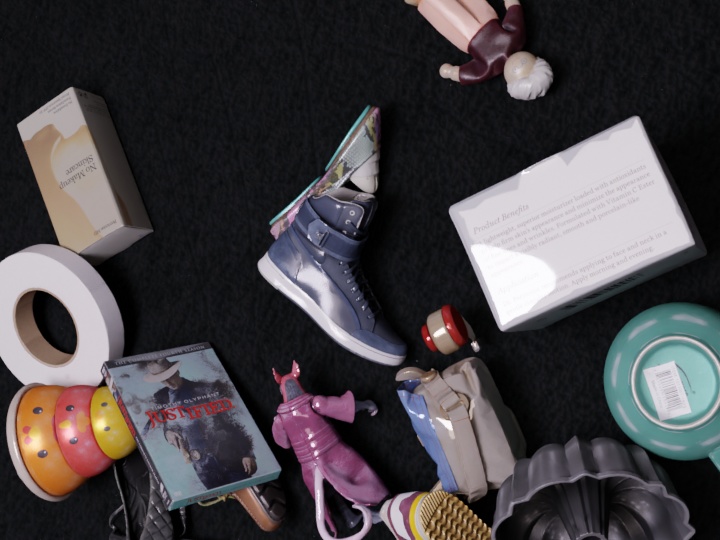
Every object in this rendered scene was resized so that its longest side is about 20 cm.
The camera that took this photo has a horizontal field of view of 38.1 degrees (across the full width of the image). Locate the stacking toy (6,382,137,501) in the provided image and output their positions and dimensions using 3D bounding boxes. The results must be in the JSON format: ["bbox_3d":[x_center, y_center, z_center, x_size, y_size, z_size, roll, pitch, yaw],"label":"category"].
[{"bbox_3d":[-0.310,0.183,1.257,0.197,0.146,0.148,-19,79,13],"label":"stacking toy"}]

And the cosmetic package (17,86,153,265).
[{"bbox_3d":[-0.355,-0.120,1.342,0.104,0.071,0.202,-29,76,19],"label":"cosmetic package"}]

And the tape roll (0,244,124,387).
[{"bbox_3d":[-0.389,0.068,1.324,0.200,0.037,0.206,9,113,22],"label":"tape roll"}]

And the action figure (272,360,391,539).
[{"bbox_3d":[-0.053,0.200,1.163,0.133,0.149,0.202,-30,90,24],"label":"action figure"}]

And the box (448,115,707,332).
[{"bbox_3d":[0.220,-0.038,1.029,0.197,0.199,0.132,-26,79,19],"label":"box"}]

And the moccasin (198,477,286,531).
[{"bbox_3d":[-0.164,0.235,1.238,0.201,0.073,0.078,41,104,20],"label":"moccasin"}]

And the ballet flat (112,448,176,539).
[{"bbox_3d":[-0.272,0.268,1.274,0.066,0.057,0.202,-39,54,19],"label":"ballet flat"}]

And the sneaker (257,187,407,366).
[{"bbox_3d":[-0.001,0.000,1.165,0.201,0.077,0.147,38,107,4],"label":"sneaker"}]

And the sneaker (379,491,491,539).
[{"bbox_3d":[0.104,0.304,1.105,0.201,0.075,0.090,51,146,-19],"label":"sneaker"}]

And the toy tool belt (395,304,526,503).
[{"bbox_3d":[0.086,0.152,1.111,0.122,0.125,0.202,-26,88,18],"label":"toy tool belt"}]

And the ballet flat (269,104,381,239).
[{"bbox_3d":[-0.024,-0.097,1.213,0.071,0.069,0.200,42,107,1],"label":"ballet flat"}]

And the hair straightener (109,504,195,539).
[{"bbox_3d":[-0.232,0.327,1.289,0.197,0.041,0.078,7,69,28],"label":"hair straightener"}]

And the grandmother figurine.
[{"bbox_3d":[0.135,-0.259,1.156,0.200,0.060,0.122,46,112,21],"label":"grandmother figurine"}]

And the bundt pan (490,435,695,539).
[{"bbox_3d":[0.222,0.241,1.034,0.200,0.203,0.076,-26,33,18],"label":"bundt pan"}]

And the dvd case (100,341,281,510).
[{"bbox_3d":[-0.196,0.172,1.200,0.201,0.144,0.022,54,135,32],"label":"dvd case"}]

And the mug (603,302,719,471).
[{"bbox_3d":[0.329,0.115,1.019,0.183,0.114,0.154,26,96,22],"label":"mug"}]
